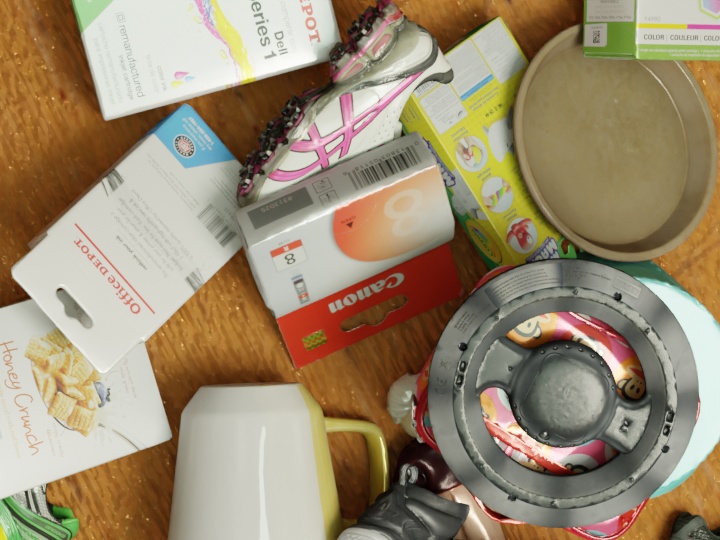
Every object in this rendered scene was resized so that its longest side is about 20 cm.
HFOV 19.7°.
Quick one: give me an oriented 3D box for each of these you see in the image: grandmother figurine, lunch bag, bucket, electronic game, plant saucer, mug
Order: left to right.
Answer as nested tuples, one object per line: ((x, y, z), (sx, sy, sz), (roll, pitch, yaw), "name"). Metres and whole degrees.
((-0.078, 0.168, 1.683), (0.149, 0.186, 0.154), (-3, 89, 25), "mug")
((0.076, 0.176, 1.726), (0.121, 0.060, 0.201), (-29, 103, -27), "grandmother figurine")
((0.140, 0.112, 1.583), (0.200, 0.082, 0.177), (31, 96, -7), "lunch bag")
((0.148, 0.090, 1.517), (0.199, 0.042, 0.201), (0, 98, 1), "electronic game")
((0.203, 0.085, 1.693), (0.206, 0.135, 0.208), (-1, 97, -6), "bucket")
((0.205, -0.104, 1.689), (0.199, 0.029, 0.201), (5, 79, -27), "plant saucer")

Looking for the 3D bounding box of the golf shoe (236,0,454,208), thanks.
((-0.014, -0.109, 1.600), (0.092, 0.073, 0.200), (39, 104, -18), "golf shoe")

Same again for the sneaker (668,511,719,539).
((0.354, 0.245, 1.767), (0.199, 0.080, 0.087), (4, 86, -14), "sneaker")

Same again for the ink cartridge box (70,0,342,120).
((-0.126, -0.214, 1.635), (0.199, 0.084, 0.145), (-16, 99, -7), "ink cartridge box")

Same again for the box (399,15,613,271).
((0.118, -0.091, 1.682), (0.117, 0.048, 0.200), (-36, 97, -27), "box")

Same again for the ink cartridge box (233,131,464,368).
((0.000, 0.000, 1.643), (0.162, 0.050, 0.200), (-24, 135, -5), "ink cartridge box")

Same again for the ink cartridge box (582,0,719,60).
((0.259, -0.270, 1.663), (0.147, 0.076, 0.201), (-3, 98, -29), "ink cartridge box")

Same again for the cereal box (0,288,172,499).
((-0.258, 0.095, 1.631), (0.199, 0.039, 0.144), (-19, 93, -31), "cereal box")

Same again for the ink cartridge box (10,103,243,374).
((-0.177, -0.021, 1.630), (0.200, 0.067, 0.116), (-45, 101, -21), "ink cartridge box")

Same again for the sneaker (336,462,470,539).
((0.052, 0.246, 1.672), (0.114, 0.075, 0.200), (-55, 138, -32), "sneaker")

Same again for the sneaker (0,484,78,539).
((-0.295, 0.146, 1.670), (0.085, 0.078, 0.201), (-28, 109, -11), "sneaker")
